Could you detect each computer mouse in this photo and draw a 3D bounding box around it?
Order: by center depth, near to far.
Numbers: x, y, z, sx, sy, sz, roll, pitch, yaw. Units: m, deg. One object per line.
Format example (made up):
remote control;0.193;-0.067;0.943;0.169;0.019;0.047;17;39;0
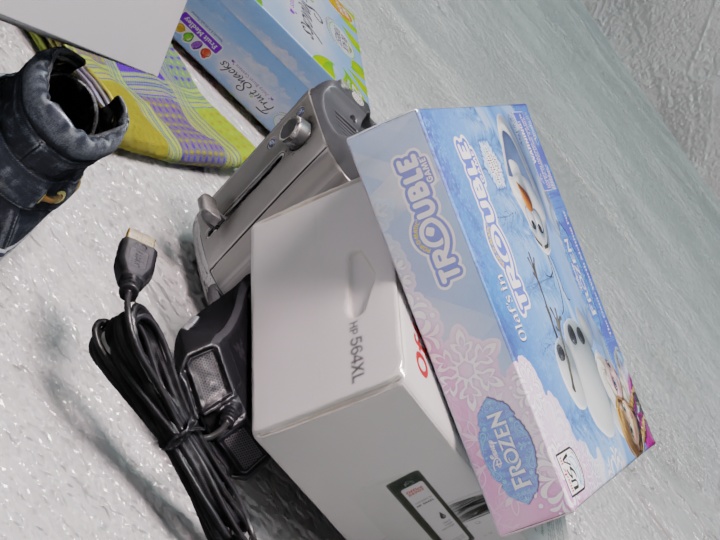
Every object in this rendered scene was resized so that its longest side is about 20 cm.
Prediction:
computer mouse;-0.082;0.038;1.016;0.141;0.046;0.200;62;18;-18

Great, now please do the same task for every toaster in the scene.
toaster;0.000;0.000;1.199;0.200;0.129;0.114;40;19;-33

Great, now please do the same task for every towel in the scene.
towel;-0.139;-0.122;1.293;0.144;0.023;0.200;54;16;17

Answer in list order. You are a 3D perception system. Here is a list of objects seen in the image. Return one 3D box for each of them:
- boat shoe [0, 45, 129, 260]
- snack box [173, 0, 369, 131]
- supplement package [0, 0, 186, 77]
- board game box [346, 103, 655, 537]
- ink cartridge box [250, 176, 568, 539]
boat shoe;-0.147;-0.067;1.014;0.071;0.091;0.200;46;16;-15
snack box;-0.075;-0.184;1.533;0.169;0.068;0.200;44;18;-21
supplement package;-0.179;-0.201;0.976;0.200;0.152;0.151;24;3;26
board game box;0.077;0.016;1.080;0.200;0.043;0.199;69;20;2
ink cartridge box;0.026;0.070;1.082;0.200;0.084;0.146;52;23;-40
